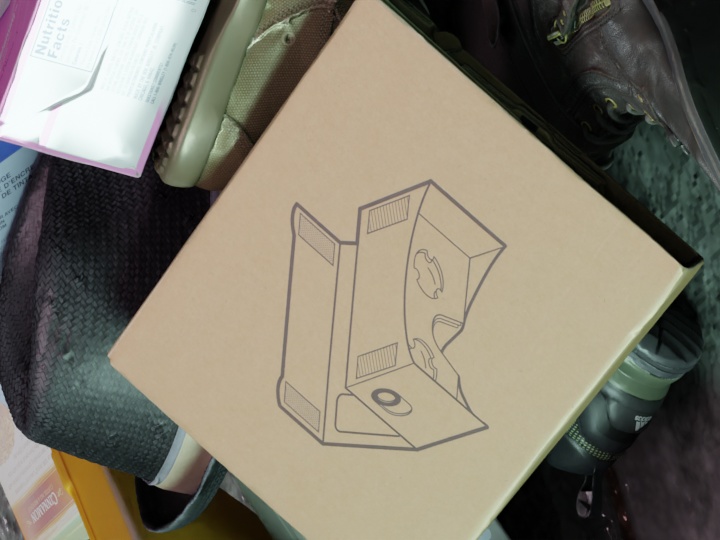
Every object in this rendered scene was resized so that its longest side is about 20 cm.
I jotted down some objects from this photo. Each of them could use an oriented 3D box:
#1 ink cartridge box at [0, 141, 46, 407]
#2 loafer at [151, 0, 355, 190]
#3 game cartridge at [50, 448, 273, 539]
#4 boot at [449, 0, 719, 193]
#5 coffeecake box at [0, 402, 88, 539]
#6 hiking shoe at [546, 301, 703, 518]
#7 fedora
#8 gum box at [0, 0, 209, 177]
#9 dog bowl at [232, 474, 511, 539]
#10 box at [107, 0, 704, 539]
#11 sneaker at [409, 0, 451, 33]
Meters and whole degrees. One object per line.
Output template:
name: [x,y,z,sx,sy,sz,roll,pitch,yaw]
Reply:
ink cartridge box: [-0.144,-0.042,1.288,0.042,0.119,0.200,34,151,37]
loafer: [-0.022,-0.121,1.135,0.201,0.067,0.076,-65,23,19]
game cartridge: [-0.064,0.147,1.345,0.176,0.032,0.200,39,-174,-29]
boot: [0.105,-0.068,1.094,0.201,0.069,0.174,66,155,19]
coffeecake box: [-0.162,0.032,1.544,0.153,0.073,0.201,-42,69,57]
hiking shoe: [0.046,0.014,1.180,0.200,0.076,0.101,42,111,40]
fedora: [-0.103,0.009,1.233,0.200,0.091,0.202,-171,90,-71]
gum box: [-0.093,-0.145,1.147,0.114,0.066,0.201,-107,36,-59]
dog bowl: [0.012,0.120,1.272,0.200,0.059,0.200,49,167,16]
box: [0.013,0.016,1.104,0.163,0.021,0.200,41,118,9]
sneaker: [-0.014,-0.114,1.240,0.200,0.087,0.076,27,104,45]
